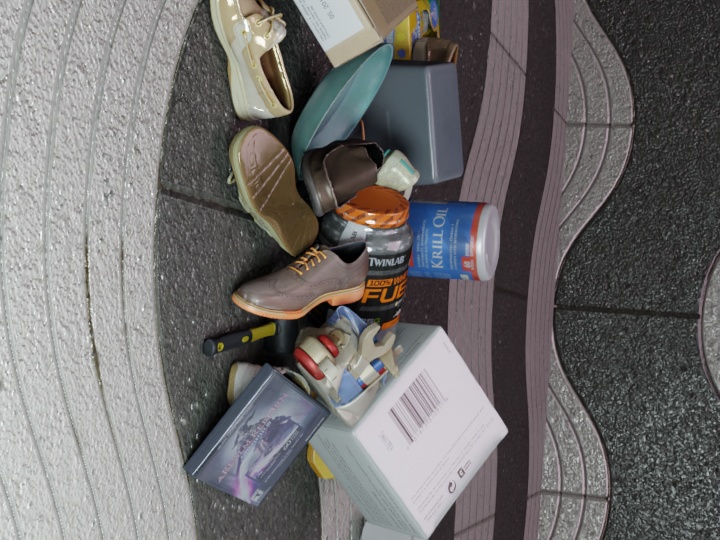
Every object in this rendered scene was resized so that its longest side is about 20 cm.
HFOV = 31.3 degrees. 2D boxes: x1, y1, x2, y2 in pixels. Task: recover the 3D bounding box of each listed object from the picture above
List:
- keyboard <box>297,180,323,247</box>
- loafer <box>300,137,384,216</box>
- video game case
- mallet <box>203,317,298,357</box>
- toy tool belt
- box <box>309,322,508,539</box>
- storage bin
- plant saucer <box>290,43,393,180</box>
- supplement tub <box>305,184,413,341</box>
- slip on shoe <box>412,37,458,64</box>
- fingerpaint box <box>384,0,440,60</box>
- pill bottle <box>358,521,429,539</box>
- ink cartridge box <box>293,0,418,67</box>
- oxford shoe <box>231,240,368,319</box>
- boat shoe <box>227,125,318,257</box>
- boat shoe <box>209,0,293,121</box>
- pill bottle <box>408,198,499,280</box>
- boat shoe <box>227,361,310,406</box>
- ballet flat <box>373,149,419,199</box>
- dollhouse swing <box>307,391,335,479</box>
[{"bbox_3d":[-0.043,-0.092,1.681,0.201,0.039,0.105,-63,150,-49],"label":"keyboard"},{"bbox_3d":[-0.018,-0.124,1.541,0.200,0.070,0.074,-59,134,-65],"label":"loafer"},{"bbox_3d":[-0.111,0.189,1.447,0.143,0.019,0.200,-52,156,-5],"label":"video game case"},{"bbox_3d":[-0.126,0.084,1.475,0.200,0.041,0.067,-29,123,-63],"label":"mallet"},{"bbox_3d":[-0.012,0.093,1.521,0.123,0.125,0.200,-43,160,-10],"label":"toy tool belt"},{"bbox_3d":[0.057,0.207,1.700,0.199,0.130,0.201,-47,118,-26],"label":"box"},{"bbox_3d":[0.058,-0.201,1.765,0.145,0.133,0.203,-19,106,-53],"label":"storage bin"},{"bbox_3d":[-0.031,-0.204,1.588,0.201,0.036,0.200,-53,172,-10],"label":"plant saucer"},{"bbox_3d":[0.000,0.000,1.639,0.123,0.121,0.202,-50,153,-61],"label":"supplement tub"},{"bbox_3d":[0.111,-0.234,1.862,0.076,0.060,0.203,-21,114,-66],"label":"slip on shoe"},{"bbox_3d":[0.068,-0.305,1.924,0.167,0.072,0.203,-40,131,-65],"label":"fingerpaint box"},{"bbox_3d":[0.060,0.447,1.977,0.201,0.111,0.113,69,30,-51],"label":"pill bottle"},{"bbox_3d":[-0.029,-0.356,1.492,0.201,0.075,0.165,59,29,-11],"label":"ink cartridge box"},{"bbox_3d":[-0.068,0.004,1.493,0.199,0.071,0.074,-15,129,-47],"label":"oxford shoe"},{"bbox_3d":[-0.110,-0.091,1.461,0.073,0.062,0.201,-48,143,-21],"label":"boat shoe"},{"bbox_3d":[-0.112,-0.255,1.390,0.074,0.068,0.202,-66,153,-46],"label":"boat shoe"},{"bbox_3d":[0.095,-0.046,1.853,0.112,0.197,0.114,3,90,-72],"label":"pill bottle"},{"bbox_3d":[-0.092,0.150,1.524,0.200,0.068,0.072,30,63,-71],"label":"boat shoe"},{"bbox_3d":[0.024,-0.090,1.708,0.068,0.062,0.200,-54,-179,-27],"label":"ballet flat"},{"bbox_3d":[-0.018,0.197,1.818,0.181,0.174,0.203,-178,-89,-67],"label":"dollhouse swing"}]
